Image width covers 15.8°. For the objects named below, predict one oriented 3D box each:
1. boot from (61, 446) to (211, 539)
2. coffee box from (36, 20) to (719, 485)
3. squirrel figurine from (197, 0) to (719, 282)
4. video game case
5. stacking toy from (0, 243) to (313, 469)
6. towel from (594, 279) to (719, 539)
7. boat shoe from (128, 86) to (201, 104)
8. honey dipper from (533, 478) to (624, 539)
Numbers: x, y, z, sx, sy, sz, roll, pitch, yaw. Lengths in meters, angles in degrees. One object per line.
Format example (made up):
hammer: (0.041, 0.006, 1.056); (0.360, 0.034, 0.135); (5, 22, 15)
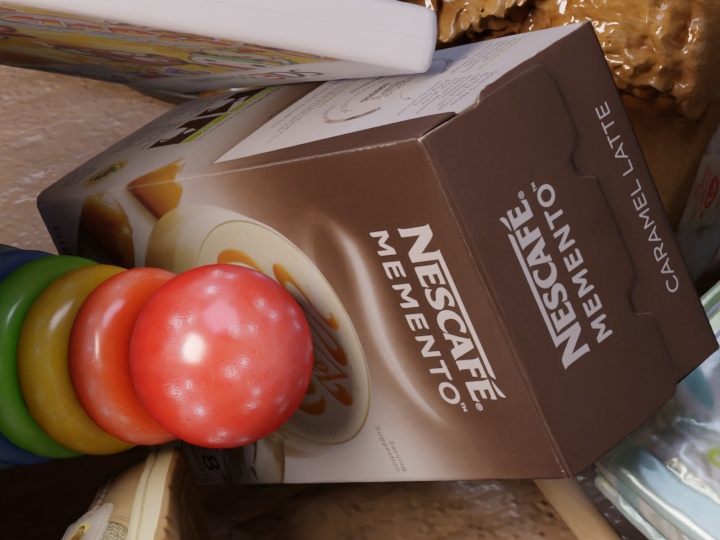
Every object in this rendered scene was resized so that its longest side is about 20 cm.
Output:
boot: (-0.119, 0.121, 0.769); (0.155, 0.073, 0.200); (-14, 20, 6)
coffee box: (0.000, 0.000, 0.822); (0.080, 0.114, 0.200); (-35, 17, -36)
squirrel figurine: (0.040, -0.069, 0.912); (0.186, 0.200, 0.142); (21, 50, 25)
video game case: (-0.106, -0.080, 0.797); (0.200, 0.023, 0.182); (8, -2, -28)
stacking toy: (-0.089, 0.029, 0.817); (0.200, 0.085, 0.085); (-1, 28, 46)
towel: (0.190, 0.060, 0.809); (0.200, 0.048, 0.171); (40, 69, 18)
boat shoe: (-0.038, -0.108, 1.071); (0.200, 0.072, 0.068); (17, 36, 5)
honey dipper: (0.088, 0.103, 0.826); (0.038, 0.038, 0.200); (-16, 39, -19)
